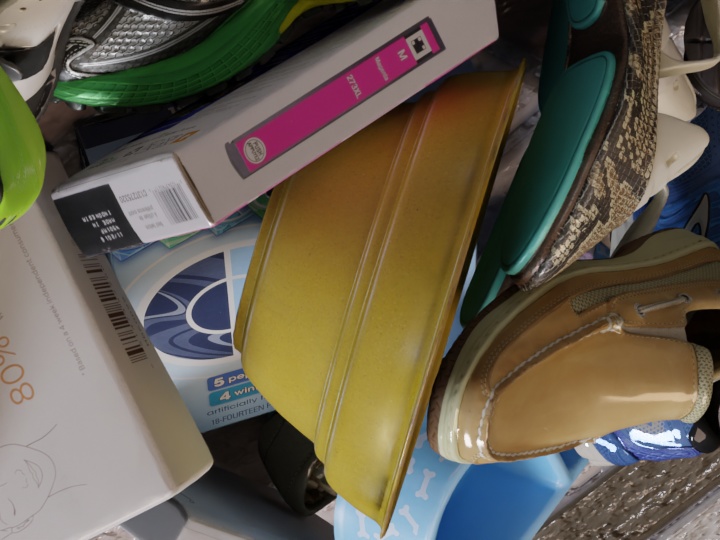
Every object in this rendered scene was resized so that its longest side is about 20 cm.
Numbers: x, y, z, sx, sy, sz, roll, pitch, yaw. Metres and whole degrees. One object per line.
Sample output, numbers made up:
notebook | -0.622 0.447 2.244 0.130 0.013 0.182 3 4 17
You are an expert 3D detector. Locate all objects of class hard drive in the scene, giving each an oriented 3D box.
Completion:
hard drive | -0.065 0.118 1.338 0.200 0.132 0.027 26 94 -50

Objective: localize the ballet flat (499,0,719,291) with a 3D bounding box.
ballet flat | 0.108 -0.084 1.102 0.075 0.201 0.068 14 167 -19

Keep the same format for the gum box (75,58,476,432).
gum box | -0.032 -0.011 1.246 0.169 0.045 0.200 -17 146 -11

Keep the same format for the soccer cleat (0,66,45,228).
soccer cleat | -0.180 -0.091 0.926 0.068 0.081 0.200 -43 99 8

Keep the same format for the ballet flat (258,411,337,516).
ballet flat | 0.046 0.064 1.386 0.200 0.064 0.067 -26 147 3

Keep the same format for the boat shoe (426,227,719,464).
boat shoe | 0.108 0.034 1.124 0.200 0.076 0.072 -28 136 -46

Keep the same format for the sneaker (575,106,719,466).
sneaker | 0.160 -0.003 1.264 0.089 0.201 0.079 5 161 36

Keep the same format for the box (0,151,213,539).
box | -0.185 0.061 1.128 0.200 0.153 0.106 -26 180 5

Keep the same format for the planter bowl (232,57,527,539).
planter bowl | 0.000 0.000 1.126 0.083 0.201 0.201 17 142 4

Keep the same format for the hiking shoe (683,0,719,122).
hiking shoe | 0.220 -0.134 1.222 0.200 0.076 0.101 -29 175 -7

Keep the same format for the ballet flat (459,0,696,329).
ballet flat | 0.101 -0.053 1.187 0.071 0.069 0.201 13 103 -12

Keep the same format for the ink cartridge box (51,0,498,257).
ink cartridge box | -0.017 -0.070 1.069 0.200 0.037 0.095 -37 -166 -32

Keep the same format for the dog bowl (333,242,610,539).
dog bowl | 0.069 0.069 1.306 0.200 0.050 0.112 -52 145 -17

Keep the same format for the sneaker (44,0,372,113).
sneaker | -0.050 -0.130 1.054 0.200 0.078 0.085 -28 129 7

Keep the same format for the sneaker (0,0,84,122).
sneaker | -0.135 -0.103 0.999 0.200 0.074 0.088 -54 170 27
